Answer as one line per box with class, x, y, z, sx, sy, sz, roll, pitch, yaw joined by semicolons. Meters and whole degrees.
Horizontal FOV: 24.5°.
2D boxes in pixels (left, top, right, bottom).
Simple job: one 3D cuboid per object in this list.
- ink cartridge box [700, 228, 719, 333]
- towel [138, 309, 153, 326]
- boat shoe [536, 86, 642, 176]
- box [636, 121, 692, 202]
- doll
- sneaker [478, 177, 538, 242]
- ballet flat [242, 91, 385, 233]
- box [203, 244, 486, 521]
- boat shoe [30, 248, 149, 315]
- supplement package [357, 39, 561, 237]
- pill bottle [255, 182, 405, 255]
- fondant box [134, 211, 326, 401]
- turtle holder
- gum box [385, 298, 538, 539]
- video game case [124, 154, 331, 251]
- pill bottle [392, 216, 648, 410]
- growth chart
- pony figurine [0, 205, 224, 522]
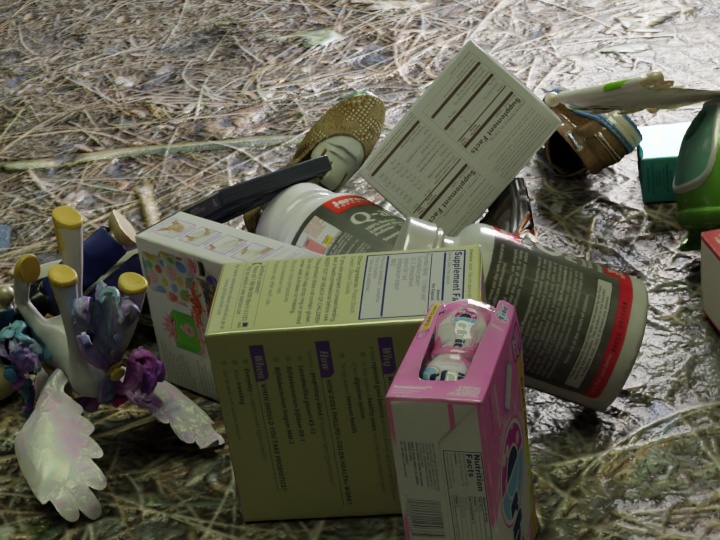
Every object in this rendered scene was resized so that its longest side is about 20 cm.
ink cartridge box;0.398;0.013;1.368;0.198;0.084;0.147;-12;28;-6
towel;-0.148;0.019;1.573;0.199;0.024;0.152;13;34;36
boat shoe;0.213;-0.139;1.703;0.072;0.072;0.200;-44;15;-5
box;0.375;-0.114;1.647;0.198;0.050;0.083;-5;28;7
doll;-0.258;0.044;1.445;0.200;0.136;0.049;-41;36;6
sneaker;0.118;-0.024;1.528;0.091;0.076;0.201;-10;27;6
ballet flat;-0.042;-0.088;1.617;0.070;0.200;0.066;27;34;-26
box;0.000;0.085;1.236;0.198;0.177;0.097;-4;33;9
boat shoe;-0.207;0.011;1.514;0.198;0.061;0.074;-12;-10;-14
supplement package;0.092;-0.120;1.533;0.156;0.111;0.200;-49;3;8
pill bottle;0.000;0.000;1.453;0.115;0.117;0.199;-26;37;-30
fondant box;-0.091;0.044;1.376;0.199;0.146;0.058;16;36;38
turtle holder;0.353;-0.090;1.504;0.139;0.133;0.185;-6;0;19
gum box;0.071;0.128;1.116;0.065;0.202;0.114;2;30;17
video game case;-0.138;-0.055;1.556;0.142;0.019;0.199;-22;1;-44
pill bottle;0.117;0.029;1.311;0.198;0.112;0.111;19;28;-5
growth chart;0.255;-0.154;1.471;0.144;0.018;0.199;-6;-1;42
pony figurine;-0.218;0.079;1.337;0.165;0.202;0.193;-20;45;-35
